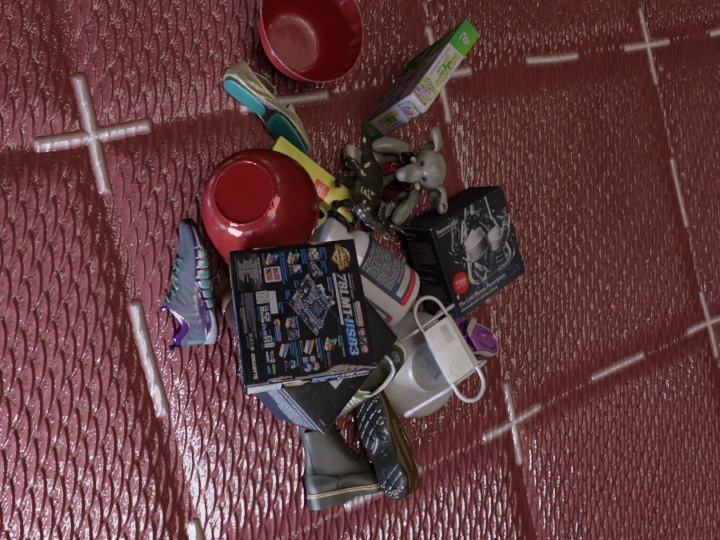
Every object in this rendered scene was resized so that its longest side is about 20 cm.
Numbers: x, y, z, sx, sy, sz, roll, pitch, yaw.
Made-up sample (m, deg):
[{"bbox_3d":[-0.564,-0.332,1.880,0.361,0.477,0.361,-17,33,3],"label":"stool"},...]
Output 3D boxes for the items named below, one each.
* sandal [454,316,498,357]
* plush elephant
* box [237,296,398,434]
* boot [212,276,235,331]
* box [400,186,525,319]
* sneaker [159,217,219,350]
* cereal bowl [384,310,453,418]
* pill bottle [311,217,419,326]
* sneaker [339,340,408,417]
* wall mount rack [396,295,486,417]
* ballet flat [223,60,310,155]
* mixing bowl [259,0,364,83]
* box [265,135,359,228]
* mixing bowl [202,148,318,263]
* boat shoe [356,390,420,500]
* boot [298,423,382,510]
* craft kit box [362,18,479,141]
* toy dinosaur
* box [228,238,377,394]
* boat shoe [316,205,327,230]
[{"bbox_3d":[0.224,0.124,1.336,0.200,0.049,0.085,11,58,-53],"label":"sandal"},{"bbox_3d":[0.091,-0.176,1.264,0.195,0.154,0.170,-15,93,-28],"label":"plush elephant"},{"bbox_3d":[-0.073,0.141,1.124,0.124,0.197,0.201,49,67,-16],"label":"box"},{"bbox_3d":[-0.132,0.035,1.123,0.199,0.166,0.073,-39,146,-14],"label":"boot"},{"bbox_3d":[0.201,-0.039,1.330,0.197,0.103,0.187,-31,109,-27],"label":"box"},{"bbox_3d":[-0.283,0.022,1.091,0.085,0.074,0.207,-11,91,-22],"label":"sneaker"},{"bbox_3d":[0.112,0.177,1.290,0.195,0.083,0.207,3,83,-29],"label":"cereal bowl"},{"bbox_3d":[0.000,0.000,1.221,0.198,0.119,0.122,37,70,-21],"label":"pill bottle"},{"bbox_3d":[-0.007,0.193,1.166,0.198,0.090,0.068,-38,87,12],"label":"sneaker"},{"bbox_3d":[0.125,0.157,1.209,0.171,0.075,0.204,-30,87,-20],"label":"wall mount rack"},{"bbox_3d":[-0.150,-0.285,1.194,0.199,0.067,0.063,43,58,-19],"label":"ballet flat"},{"bbox_3d":[-0.101,-0.417,1.205,0.194,0.108,0.208,2,85,-27],"label":"mixing bowl"},{"bbox_3d":[-0.086,-0.151,1.212,0.198,0.075,0.051,37,70,-22],"label":"box"},{"bbox_3d":[-0.169,-0.108,1.068,0.193,0.108,0.207,-1,80,6],"label":"mixing bowl"},{"bbox_3d":[0.051,0.303,1.215,0.073,0.075,0.205,9,56,-48],"label":"boat shoe"},{"bbox_3d":[-0.013,0.328,1.219,0.195,0.077,0.143,-7,81,-34],"label":"boot"},{"bbox_3d":[0.107,-0.346,1.264,0.048,0.196,0.202,42,68,-19],"label":"craft kit box"},{"bbox_3d":[0.007,-0.144,1.193,0.100,0.076,0.207,2,77,-41],"label":"toy dinosaur"},{"bbox_3d":[-0.087,0.062,1.001,0.192,0.050,0.206,-6,72,-15],"label":"box"},{"bbox_3d":[-0.152,-0.120,1.167,0.196,0.063,0.075,23,77,-14],"label":"boat shoe"}]
